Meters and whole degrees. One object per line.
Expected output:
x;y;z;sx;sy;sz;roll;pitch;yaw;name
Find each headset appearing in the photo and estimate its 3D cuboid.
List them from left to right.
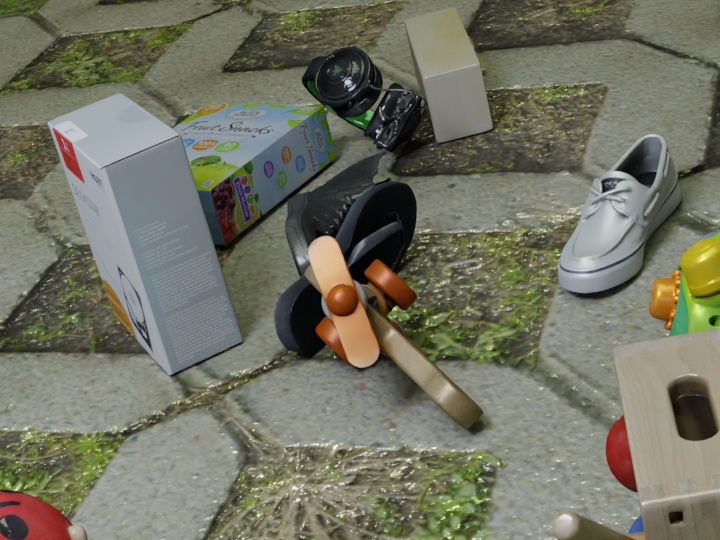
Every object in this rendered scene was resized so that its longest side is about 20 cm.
0.005;-0.163;1.619;0.095;0.123;0.200;-60;23;-9;headset

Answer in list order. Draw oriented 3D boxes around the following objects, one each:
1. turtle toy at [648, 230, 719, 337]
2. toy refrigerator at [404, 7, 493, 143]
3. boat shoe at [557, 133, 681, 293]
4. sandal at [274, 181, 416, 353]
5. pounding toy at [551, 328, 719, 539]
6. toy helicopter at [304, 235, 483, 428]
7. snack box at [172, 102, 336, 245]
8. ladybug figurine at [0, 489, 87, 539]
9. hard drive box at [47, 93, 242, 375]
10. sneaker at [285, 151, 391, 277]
0.279;0.022;1.119;0.199;0.147;0.101;-36;12;-37;turtle toy
0.097;-0.216;1.721;0.069;0.077;0.201;-13;26;3;toy refrigerator
0.217;-0.052;1.351;0.073;0.066;0.200;1;31;28;boat shoe
0.000;0.001;1.364;0.042;0.077;0.201;5;43;37;sandal
0.184;0.141;0.863;0.140;0.186;0.201;-10;27;9;pounding toy
0.022;0.050;1.208;0.079;0.132;0.200;-47;50;-1;toy helicopter
-0.149;-0.105;1.645;0.167;0.068;0.200;5;31;35;snack box
-0.290;0.208;1.109;0.198;0.073;0.136;-19;26;-8;ladybug figurine
-0.188;-0.035;1.380;0.076;0.202;0.156;-24;27;-19;hard drive box
-0.014;-0.049;1.473;0.103;0.061;0.200;-17;22;4;sneaker
